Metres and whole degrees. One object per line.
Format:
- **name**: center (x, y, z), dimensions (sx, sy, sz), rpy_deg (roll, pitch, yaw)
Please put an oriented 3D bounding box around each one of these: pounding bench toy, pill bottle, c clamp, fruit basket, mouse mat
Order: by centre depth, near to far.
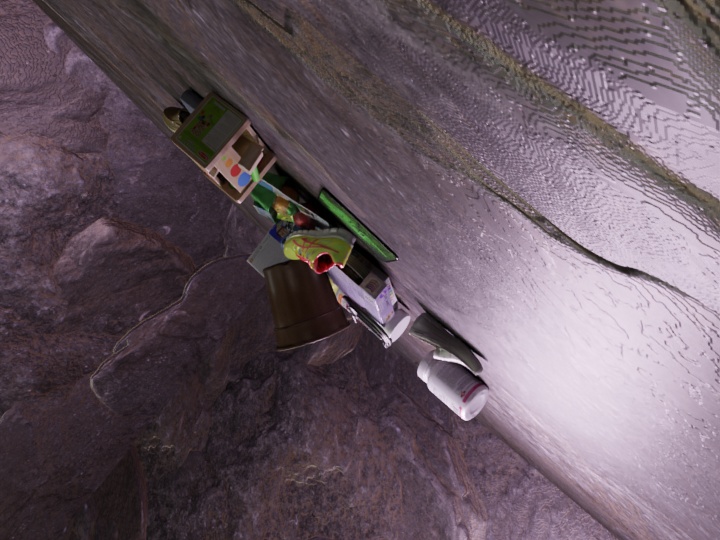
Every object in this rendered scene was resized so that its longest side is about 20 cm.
- **pounding bench toy**: center (-0.240, -0.217, 1.353), dimensions (0.199, 0.125, 0.156), rpy_deg (38, 173, 30)
- **mouse mat**: center (-0.009, -0.085, 1.368), dimensions (0.200, 0.008, 0.161), rpy_deg (44, 174, -4)
- **fruit basket**: center (-0.151, -0.131, 1.557), dimensions (0.198, 0.095, 0.185), rpy_deg (37, 173, 6)
- **c clamp**: center (0.021, 0.132, 1.757), dimensions (0.199, 0.027, 0.172), rpy_deg (40, 166, 40)
- **pill bottle**: center (0.035, 0.098, 1.880), dimensions (0.199, 0.110, 0.110), rpy_deg (40, 174, 21)
- **pill bottle**: center (0.263, 0.325, 1.987), dimensions (0.199, 0.114, 0.114), rpy_deg (38, 174, 34)

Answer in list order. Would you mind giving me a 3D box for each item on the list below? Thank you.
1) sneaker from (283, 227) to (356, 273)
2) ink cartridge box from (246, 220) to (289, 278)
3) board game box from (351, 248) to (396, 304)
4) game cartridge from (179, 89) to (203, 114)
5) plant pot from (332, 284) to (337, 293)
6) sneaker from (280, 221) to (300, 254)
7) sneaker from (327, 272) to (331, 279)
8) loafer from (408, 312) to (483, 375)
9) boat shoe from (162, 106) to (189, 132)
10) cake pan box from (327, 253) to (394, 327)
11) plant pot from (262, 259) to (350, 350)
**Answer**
- **sneaker**: center (-0.101, -0.037, 1.515), dimensions (0.196, 0.093, 0.078), rpy_deg (-6, 153, 40)
- **ink cartridge box**: center (-0.195, -0.053, 1.874), dimensions (0.199, 0.199, 0.047), rpy_deg (37, 177, 41)
- **board game box**: center (0.000, 0.000, 1.708), dimensions (0.199, 0.034, 0.135), rpy_deg (40, 167, 26)
- **game cartridge**: center (-0.336, -0.333, 1.596), dimensions (0.133, 0.042, 0.200), rpy_deg (44, 175, 23)
- **plant pot**: center (-0.143, 0.043, 2.204), dimensions (0.186, 0.201, 0.187), rpy_deg (40, 174, 5)
- **sneaker**: center (-0.158, -0.095, 1.696), dimensions (0.090, 0.078, 0.200), rpy_deg (48, -160, -2)
- **sneaker**: center (-0.053, -0.001, 1.850), dimensions (0.199, 0.088, 0.076), rpy_deg (37, 173, 34)
- **loafer**: center (0.197, 0.181, 1.595), dimensions (0.199, 0.070, 0.070), rpy_deg (39, 174, 28)
- **boat shoe**: center (-0.471, -0.408, 1.861), dimensions (0.198, 0.072, 0.077), rpy_deg (30, 155, 29)
- **cake pan box**: center (-0.007, 0.030, 1.623), dimensions (0.183, 0.052, 0.201), rpy_deg (38, 167, 22)
- **plant pot**: center (-0.146, 0.070, 1.712), dimensions (0.200, 0.195, 0.203), rpy_deg (-178, 69, -81)
